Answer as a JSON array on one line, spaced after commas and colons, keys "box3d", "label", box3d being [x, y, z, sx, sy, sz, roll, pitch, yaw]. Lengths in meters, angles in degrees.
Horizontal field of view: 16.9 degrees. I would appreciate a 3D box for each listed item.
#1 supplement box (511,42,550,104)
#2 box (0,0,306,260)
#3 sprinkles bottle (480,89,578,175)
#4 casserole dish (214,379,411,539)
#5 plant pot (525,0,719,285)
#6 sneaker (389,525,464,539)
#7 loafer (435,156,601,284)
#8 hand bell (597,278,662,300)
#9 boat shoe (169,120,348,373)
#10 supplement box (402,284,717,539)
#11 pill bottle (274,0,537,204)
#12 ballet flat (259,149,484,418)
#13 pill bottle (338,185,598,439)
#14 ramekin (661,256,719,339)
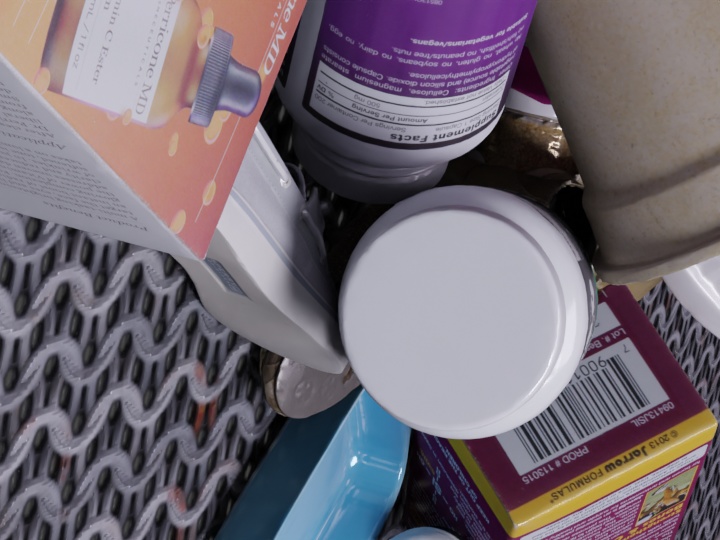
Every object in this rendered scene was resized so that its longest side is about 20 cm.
[{"box3d": [0.121, -0.195, 1.275, 0.103, 0.101, 0.201, 21, 83, -33], "label": "supplement box"}, {"box3d": [-0.104, -0.116, 0.818, 0.153, 0.106, 0.200, -70, 157, -14], "label": "box"}, {"box3d": [0.091, -0.021, 1.406, 0.068, 0.068, 0.201, -8, 111, -67], "label": "sprinkles bottle"}, {"box3d": [-0.029, 0.128, 1.250, 0.121, 0.039, 0.200, 83, 30, -46], "label": "casserole dish"}, {"box3d": [0.154, -0.124, 1.146, 0.184, 0.200, 0.200, 59, 36, -9], "label": "plant pot"}, {"box3d": [0.025, 0.202, 1.378, 0.112, 0.073, 0.200, -47, 162, -56], "label": "sneaker"}, {"box3d": [0.102, -0.016, 1.299, 0.200, 0.067, 0.076, 1, 105, -61], "label": "loafer"}, {"box3d": [0.128, 0.026, 1.465, 0.200, 0.104, 0.104, -53, 167, 24], "label": "hand bell"}, {"box3d": [-0.045, -0.018, 1.087, 0.069, 0.072, 0.200, -63, 146, -17], "label": "boat shoe"}, {"box3d": [0.106, 0.113, 1.345, 0.131, 0.103, 0.200, -25, 155, -16], "label": "supplement box"}, {"box3d": [0.022, -0.125, 1.079, 0.113, 0.112, 0.200, -55, 167, -40], "label": "pill bottle"}, {"box3d": [0.000, 0.000, 1.243, 0.200, 0.046, 0.068, -52, 146, -35], "label": "ballet flat"}, {"box3d": [0.050, 0.018, 1.111, 0.200, 0.113, 0.114, -15, 119, -82], "label": "pill bottle"}, {"box3d": [0.234, -0.058, 1.382, 0.202, 0.094, 0.203, 32, 42, -35], "label": "ramekin"}]
